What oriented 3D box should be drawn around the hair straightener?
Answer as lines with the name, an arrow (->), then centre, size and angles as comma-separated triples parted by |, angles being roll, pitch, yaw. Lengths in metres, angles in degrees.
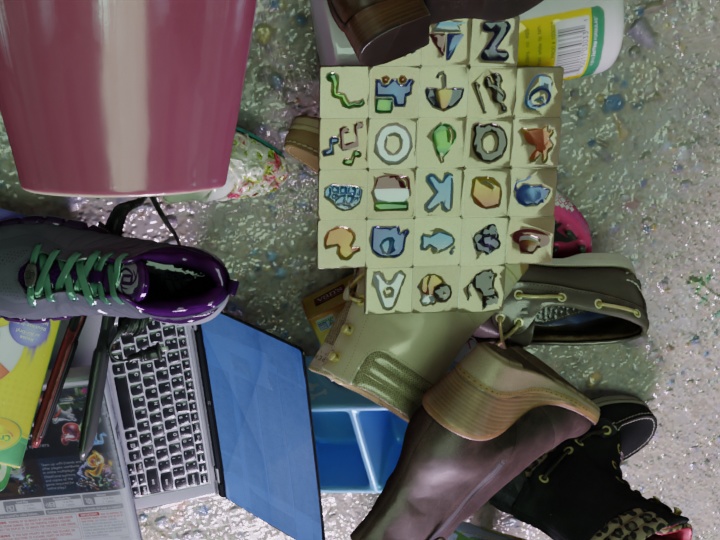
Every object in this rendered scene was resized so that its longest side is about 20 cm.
hair straightener -> -0.175, 0.041, 0.949 | 0.076, 0.041, 0.203 | 17, 83, -6

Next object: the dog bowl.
dog bowl -> 0.008, 0.125, 1.019 | 0.197, 0.050, 0.113 | -3, 125, 18

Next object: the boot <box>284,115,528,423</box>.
boot -> 0.000, 0.000, 0.924 | 0.199, 0.073, 0.156 | 35, 85, -5

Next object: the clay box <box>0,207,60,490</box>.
clay box -> -0.278, 0.054, 0.923 | 0.114, 0.048, 0.203 | 15, 86, -20

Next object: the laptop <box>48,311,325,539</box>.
laptop -> -0.140, 0.130, 0.997 | 0.197, 0.116, 0.190 | -9, 117, -9

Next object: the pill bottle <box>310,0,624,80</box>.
pill bottle -> 0.070, -0.174, 0.898 | 0.197, 0.113, 0.114 | -13, 118, -7

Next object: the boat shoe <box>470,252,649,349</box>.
boat shoe -> 0.124, 0.030, 0.990 | 0.197, 0.060, 0.072 | -2, 142, -15

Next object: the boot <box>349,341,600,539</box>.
boot -> 0.084, 0.138, 0.943 | 0.199, 0.072, 0.167 | 22, 102, -55

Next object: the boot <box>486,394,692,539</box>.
boot -> 0.207, 0.179, 1.058 | 0.198, 0.150, 0.074 | -11, 124, -37

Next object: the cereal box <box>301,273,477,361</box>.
cereal box -> 0.056, 0.078, 1.061 | 0.143, 0.040, 0.201 | -26, 119, 1

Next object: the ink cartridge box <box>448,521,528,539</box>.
ink cartridge box -> 0.102, 0.253, 1.092 | 0.146, 0.200, 0.077 | 19, 87, -21

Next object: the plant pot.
plant pot -> -0.146, -0.141, 0.790 | 0.197, 0.200, 0.182 | -2, 100, -12

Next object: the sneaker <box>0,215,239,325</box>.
sneaker -> -0.181, -0.002, 0.879 | 0.197, 0.087, 0.076 | 2, 86, -15

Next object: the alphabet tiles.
alphabet tiles -> 0.053, -0.068, 0.864 | 0.164, 0.006, 0.203 | -2, 107, -11

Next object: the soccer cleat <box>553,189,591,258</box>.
soccer cleat -> 0.122, -0.067, 0.991 | 0.069, 0.087, 0.200 | -17, 147, 28

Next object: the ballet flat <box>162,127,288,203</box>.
ballet flat -> -0.146, -0.084, 0.913 | 0.198, 0.065, 0.076 | 23, 144, -18

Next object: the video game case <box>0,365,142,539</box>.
video game case -> -0.280, 0.164, 1.014 | 0.197, 0.023, 0.184 | -5, 117, 2

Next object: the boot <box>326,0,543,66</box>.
boot -> 0.033, -0.248, 0.829 | 0.184, 0.202, 0.064 | -22, 162, -16
